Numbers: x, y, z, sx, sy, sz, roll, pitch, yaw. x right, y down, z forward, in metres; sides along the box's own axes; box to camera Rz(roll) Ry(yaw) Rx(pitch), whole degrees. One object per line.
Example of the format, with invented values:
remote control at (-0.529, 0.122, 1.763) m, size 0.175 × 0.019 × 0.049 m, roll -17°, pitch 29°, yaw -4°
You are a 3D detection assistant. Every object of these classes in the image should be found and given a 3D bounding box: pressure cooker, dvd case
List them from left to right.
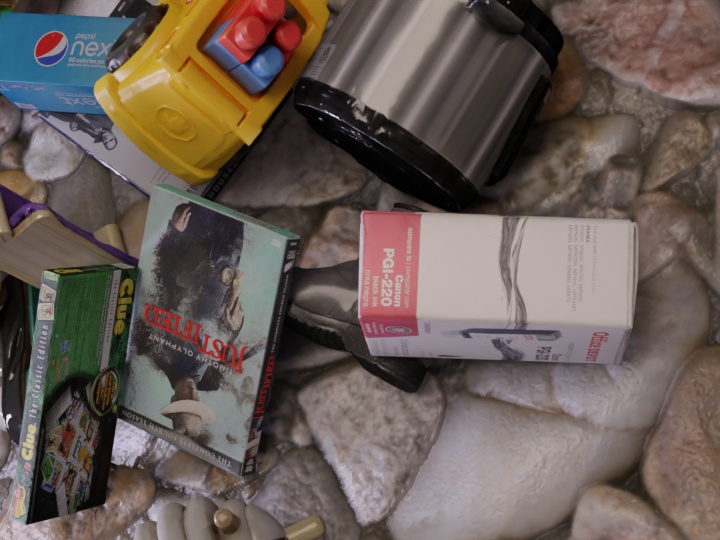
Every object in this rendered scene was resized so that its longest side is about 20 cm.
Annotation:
dvd case at (-0.173, -0.148, 1.705) m, size 0.199 × 0.025 × 0.151 m, roll 35°, pitch 86°, yaw 29°
dvd case at (-0.126, 0.047, 1.558) m, size 0.145 × 0.022 × 0.202 m, roll 22°, pitch 109°, yaw 31°
pressure cooker at (0.063, -0.169, 1.528) m, size 0.175 × 0.179 × 0.201 m, roll 28°, pitch 83°, yaw 31°

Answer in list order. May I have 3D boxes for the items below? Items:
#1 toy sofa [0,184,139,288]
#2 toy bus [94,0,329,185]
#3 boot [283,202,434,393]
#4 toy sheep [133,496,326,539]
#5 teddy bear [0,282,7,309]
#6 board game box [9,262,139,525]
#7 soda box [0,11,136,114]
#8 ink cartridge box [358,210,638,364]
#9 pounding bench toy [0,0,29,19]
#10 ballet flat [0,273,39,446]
toy sofa at (-0.254, -0.027, 1.593) m, size 0.097 × 0.200 × 0.083 m, roll -30°, pitch 61°, yaw 16°
toy bus at (-0.092, -0.190, 1.542) m, size 0.201 × 0.136 × 0.192 m, roll -56°, pitch 17°, yaw -26°
boot at (0.000, 0.000, 1.561) m, size 0.199 × 0.070 × 0.132 m, roll 29°, pitch 80°, yaw 17°
toy sheep at (-0.118, 0.234, 1.477) m, size 0.198 × 0.138 × 0.139 m, roll -19°, pitch 64°, yaw 3°
teddy bear at (-0.366, 0.026, 1.674) m, size 0.199 × 0.066 × 0.146 m, roll -29°, pitch 44°, yaw 40°
board game box at (-0.228, 0.096, 1.548) m, size 0.023 × 0.104 × 0.202 m, roll 15°, pitch 100°, yaw 31°
soda box at (-0.223, -0.178, 1.686) m, size 0.198 × 0.064 × 0.069 m, roll 6°, pitch 72°, yaw 23°
ink cartridge box at (0.101, 0.015, 1.430) m, size 0.198 × 0.146 × 0.086 m, roll 0°, pitch 77°, yaw 4°
pounding bench toy at (-0.362, -0.252, 1.740) m, size 0.125 × 0.155 × 0.201 m, roll -53°, pitch 55°, yaw 34°
ballet flat at (-0.284, 0.090, 1.642) m, size 0.068 × 0.068 × 0.202 m, roll -25°, pitch 52°, yaw 23°
